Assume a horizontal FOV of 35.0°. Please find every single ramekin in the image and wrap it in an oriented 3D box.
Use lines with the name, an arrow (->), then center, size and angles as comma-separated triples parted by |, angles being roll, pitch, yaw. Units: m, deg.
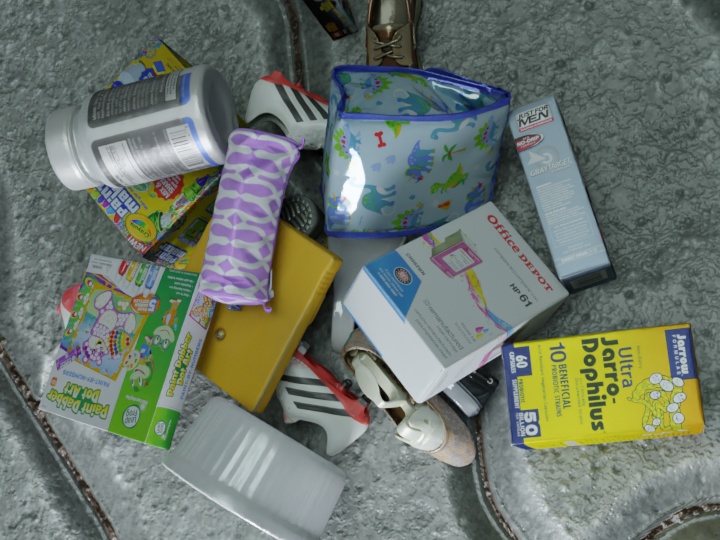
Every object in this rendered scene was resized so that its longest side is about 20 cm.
ramekin -> -0.112, 0.224, 1.273 | 0.200, 0.201, 0.098 | 27, 79, 19

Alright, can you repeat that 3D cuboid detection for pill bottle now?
pill bottle -> -0.249, -0.158, 1.300 | 0.199, 0.114, 0.115 | -11, 76, 15

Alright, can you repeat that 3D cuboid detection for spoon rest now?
spoon rest -> 0.000, 0.000, 1.353 | 0.099, 0.061, 0.201 | 8, 82, 17

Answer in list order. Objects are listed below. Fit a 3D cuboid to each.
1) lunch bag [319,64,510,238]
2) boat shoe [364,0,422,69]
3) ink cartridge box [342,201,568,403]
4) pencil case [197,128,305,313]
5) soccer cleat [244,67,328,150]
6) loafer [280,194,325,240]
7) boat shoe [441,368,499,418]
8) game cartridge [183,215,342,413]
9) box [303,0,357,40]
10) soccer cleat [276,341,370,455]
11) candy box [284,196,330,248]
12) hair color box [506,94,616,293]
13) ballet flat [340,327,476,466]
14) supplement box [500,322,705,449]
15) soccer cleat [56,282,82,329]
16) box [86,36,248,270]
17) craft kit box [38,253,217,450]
lunch bag -> 0.060, -0.133, 1.284 | 0.199, 0.171, 0.128 | 2, 41, -7
boat shoe -> 0.034, -0.276, 1.391 | 0.075, 0.072, 0.201 | -5, 78, 15
ink cartridge box -> 0.105, 0.030, 1.248 | 0.199, 0.085, 0.145 | -27, 69, -34
pencil case -> -0.120, -0.055, 1.250 | 0.085, 0.084, 0.201 | 10, 88, 3
soccer cleat -> -0.047, -0.171, 1.384 | 0.199, 0.069, 0.086 | 27, 82, 5
loafer -> -0.117, -0.020, 1.360 | 0.199, 0.070, 0.076 | -27, 72, 25
boat shoe -> 0.075, 0.079, 1.299 | 0.057, 0.069, 0.200 | -44, 92, -5
game cartridge -> -0.132, 0.033, 1.307 | 0.176, 0.032, 0.201 | 33, 99, 28
box -> -0.065, -0.379, 1.373 | 0.040, 0.200, 0.138 | -20, 74, 11
soccer cleat -> -0.077, 0.131, 1.336 | 0.200, 0.069, 0.085 | 40, 94, 11
candy box -> -0.134, 0.006, 1.408 | 0.200, 0.026, 0.102 | -46, 74, 3
hair color box -> 0.226, -0.084, 1.282 | 0.060, 0.099, 0.201 | -19, 74, 12
ballet flat -> 0.047, 0.152, 1.287 | 0.200, 0.067, 0.068 | 47, 120, 8
supplement box -> 0.260, 0.127, 1.225 | 0.199, 0.109, 0.110 | -8, 77, 14
soccer cleat -> -0.323, 0.110, 1.432 | 0.076, 0.067, 0.201 | -35, 75, 39
box -> -0.236, -0.139, 1.417 | 0.193, 0.122, 0.200 | -45, 71, 5
craft kit box -> -0.268, 0.089, 1.320 | 0.199, 0.048, 0.199 | 8, 79, 39
